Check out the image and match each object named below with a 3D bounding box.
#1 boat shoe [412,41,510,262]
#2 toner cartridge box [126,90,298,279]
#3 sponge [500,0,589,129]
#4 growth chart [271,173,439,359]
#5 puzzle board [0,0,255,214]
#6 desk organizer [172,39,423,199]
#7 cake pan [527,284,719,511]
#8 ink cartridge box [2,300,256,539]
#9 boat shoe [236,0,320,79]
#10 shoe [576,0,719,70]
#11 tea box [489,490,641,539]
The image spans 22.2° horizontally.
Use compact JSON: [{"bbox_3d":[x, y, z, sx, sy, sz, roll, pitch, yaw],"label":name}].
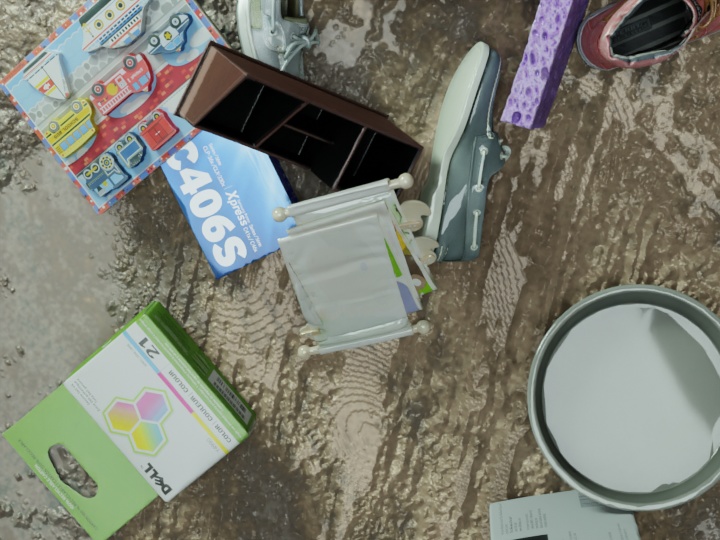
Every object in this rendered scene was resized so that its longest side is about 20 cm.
[{"bbox_3d":[0.098,-0.101,1.626,0.062,0.073,0.201,12,104,-12],"label":"boat shoe"},{"bbox_3d":[-0.130,-0.103,1.648,0.095,0.043,0.201,-26,97,7],"label":"toner cartridge box"},{"bbox_3d":[0.172,-0.220,1.571,0.030,0.112,0.201,20,101,11],"label":"sponge"},{"bbox_3d":[0.000,0.000,1.620,0.144,0.018,0.200,-8,133,3],"label":"growth chart"},{"bbox_3d":[-0.208,-0.164,1.612,0.200,0.017,0.151,-37,93,22],"label":"puzzle board"},{"bbox_3d":[-0.050,-0.120,1.571,0.200,0.077,0.072,19,104,-36],"label":"desk organizer"},{"bbox_3d":[0.248,0.114,1.639,0.199,0.037,0.201,0,83,3],"label":"cake pan"},{"bbox_3d":[-0.217,0.150,1.682,0.200,0.076,0.148,-40,95,8],"label":"ink cartridge box"},{"bbox_3d":[-0.068,-0.240,1.603,0.064,0.074,0.203,-3,93,18],"label":"boat shoe"},{"bbox_3d":[0.284,-0.225,1.560,0.199,0.091,0.072,-25,101,-4],"label":"shoe"},{"bbox_3d":[0.192,0.318,1.622,0.133,0.200,0.198,-8,101,5],"label":"tea box"}]
